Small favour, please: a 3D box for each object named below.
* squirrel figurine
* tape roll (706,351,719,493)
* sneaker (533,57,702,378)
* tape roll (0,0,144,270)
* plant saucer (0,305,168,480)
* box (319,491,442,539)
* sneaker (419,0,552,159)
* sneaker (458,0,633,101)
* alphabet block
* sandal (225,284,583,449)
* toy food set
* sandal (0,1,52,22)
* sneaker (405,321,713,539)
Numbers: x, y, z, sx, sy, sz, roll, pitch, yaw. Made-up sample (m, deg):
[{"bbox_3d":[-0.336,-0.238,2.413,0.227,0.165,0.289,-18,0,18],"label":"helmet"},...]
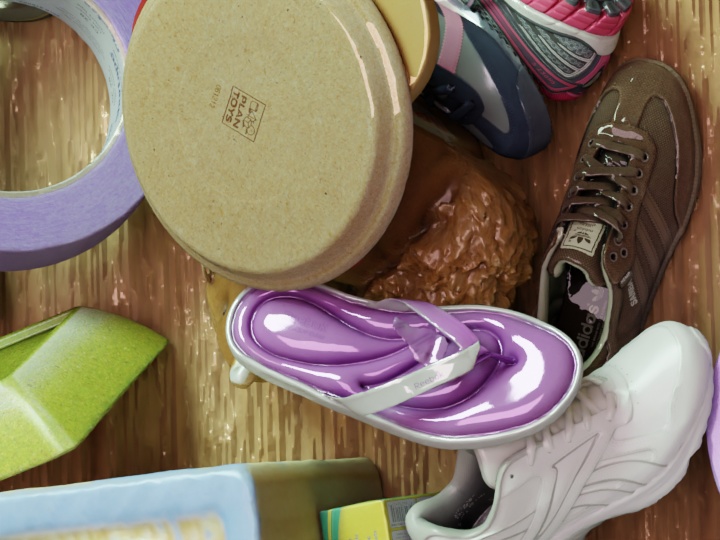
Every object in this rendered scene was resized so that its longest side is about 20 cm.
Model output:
[{"bbox_3d":[0.000,0.000,1.659,0.200,0.141,0.187,38,106,20],"label":"squirrel figurine"},{"bbox_3d":[0.291,0.083,1.581,0.200,0.066,0.200,-1,88,21],"label":"tape roll"},{"bbox_3d":[0.141,-0.022,1.635,0.070,0.076,0.200,12,92,21],"label":"sneaker"},{"bbox_3d":[-0.207,-0.104,1.718,0.200,0.066,0.200,2,80,-12],"label":"tape roll"},{"bbox_3d":[-0.231,0.084,1.701,0.200,0.200,0.048,-22,101,18],"label":"plant saucer"},{"bbox_3d":[0.039,0.226,1.639,0.048,0.117,0.200,-14,82,29],"label":"box"},{"bbox_3d":[0.018,-0.125,1.636,0.200,0.070,0.082,46,61,3],"label":"sneaker"},{"bbox_3d":[0.060,-0.171,1.676,0.200,0.081,0.075,38,128,25],"label":"sneaker"},{"bbox_3d":[-0.098,0.212,1.648,0.195,0.200,0.197,-7,85,19],"label":"alphabet block"},{"bbox_3d":[0.017,0.046,1.566,0.202,0.050,0.083,8,71,19],"label":"sandal"},{"bbox_3d":[-0.050,-0.089,1.577,0.198,0.049,0.200,14,108,32],"label":"toy food set"},{"bbox_3d":[-0.272,-0.184,1.808,0.200,0.054,0.080,-2,87,20],"label":"sandal"},{"bbox_3d":[0.106,0.099,1.587,0.200,0.099,0.078,-48,38,9],"label":"sneaker"}]
